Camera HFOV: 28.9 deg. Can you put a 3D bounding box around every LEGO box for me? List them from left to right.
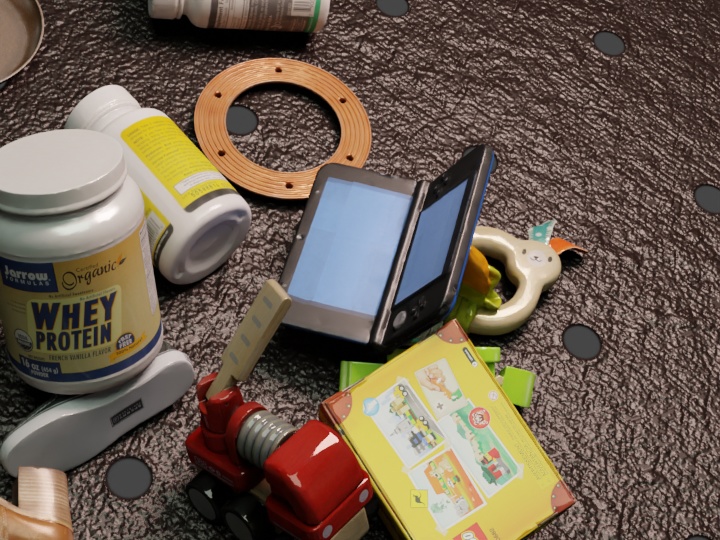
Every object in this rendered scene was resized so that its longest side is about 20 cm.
[{"bbox_3d":[0.076,0.171,1.262,0.148,0.077,0.201,-31,77,-12],"label":"LEGO box"}]

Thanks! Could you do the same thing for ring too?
[{"bbox_3d":[-0.085,-0.155,1.538,0.197,0.019,0.203,6,54,-8],"label":"ring"}]

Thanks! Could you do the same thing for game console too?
[{"bbox_3d":[0.021,-0.035,1.339,0.117,0.170,0.202,29,57,-18],"label":"game console"}]

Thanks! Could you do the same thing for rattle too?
[{"bbox_3d":[0.160,-0.030,1.435,0.198,0.144,0.130,-20,45,-18],"label":"rattle"}]

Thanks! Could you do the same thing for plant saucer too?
[{"bbox_3d":[-0.446,-0.261,1.522,0.197,0.032,0.202,7,53,-9],"label":"plant saucer"}]

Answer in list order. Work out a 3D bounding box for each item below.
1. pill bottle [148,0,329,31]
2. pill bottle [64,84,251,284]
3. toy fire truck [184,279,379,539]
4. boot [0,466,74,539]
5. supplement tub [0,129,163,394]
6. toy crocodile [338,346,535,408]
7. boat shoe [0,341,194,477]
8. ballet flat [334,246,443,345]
[{"bbox_3d":[-0.138,-0.331,1.582,0.197,0.114,0.114,1,55,-13],"label":"pill bottle"},{"bbox_3d":[-0.209,-0.092,1.406,0.111,0.112,0.200,-31,67,-30],"label":"pill bottle"},{"bbox_3d":[-0.071,0.133,1.201,0.175,0.202,0.128,25,50,37],"label":"toy fire truck"},{"bbox_3d":[-0.338,0.243,1.165,0.197,0.074,0.157,0,59,-10],"label":"boot"},{"bbox_3d":[-0.256,-0.008,1.237,0.142,0.202,0.145,-3,31,2],"label":"supplement tub"},{"bbox_3d":[0.076,0.109,1.363,0.197,0.062,0.069,-1,87,-7],"label":"toy crocodile"},{"bbox_3d":[-0.246,0.124,1.280,0.199,0.069,0.056,-27,47,-30],"label":"boat shoe"},{"bbox_3d":[0.000,0.000,1.410,0.072,0.072,0.200,-33,69,-30],"label":"ballet flat"}]
